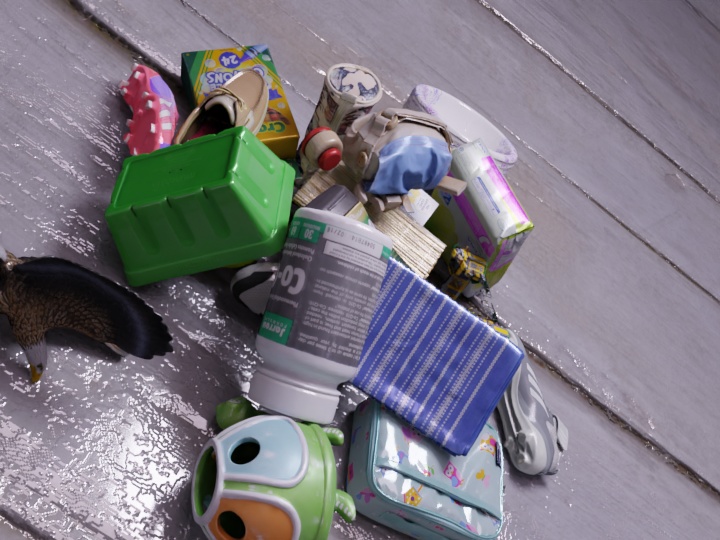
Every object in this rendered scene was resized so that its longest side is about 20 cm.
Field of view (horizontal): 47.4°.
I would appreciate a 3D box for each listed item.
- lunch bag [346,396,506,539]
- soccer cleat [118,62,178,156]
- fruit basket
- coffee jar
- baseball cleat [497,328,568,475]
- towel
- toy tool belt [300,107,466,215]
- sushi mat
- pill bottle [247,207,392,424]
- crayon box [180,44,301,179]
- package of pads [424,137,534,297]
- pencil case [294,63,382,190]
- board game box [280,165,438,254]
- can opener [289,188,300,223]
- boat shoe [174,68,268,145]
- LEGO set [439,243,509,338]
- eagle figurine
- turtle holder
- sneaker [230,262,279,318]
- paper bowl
[{"bbox_3d":[0.082,0.235,0.961,0.197,0.077,0.163,26,44,-19],"label":"lunch bag"},{"bbox_3d":[-0.250,-0.187,1.013,0.076,0.067,0.201,28,23,-39],"label":"soccer cleat"},{"bbox_3d":[-0.163,-0.051,0.942,0.212,0.216,0.158,24,45,-21],"label":"fruit basket"},{"bbox_3d":[0.000,0.000,0.976,0.201,0.085,0.104,51,43,-6],"label":"coffee jar"},{"bbox_3d":[0.230,0.184,1.139,0.105,0.069,0.204,16,58,-37],"label":"baseball cleat"},{"bbox_3d":[0.072,0.099,0.922,0.198,0.146,0.024,34,-2,-5],"label":"towel"},{"bbox_3d":[0.035,-0.130,1.022,0.197,0.126,0.124,-12,56,-35],"label":"toy tool belt"},{"bbox_3d":[0.014,-0.060,1.062,0.199,0.012,0.096,39,59,-1],"label":"sushi mat"},{"bbox_3d":[-0.044,0.048,0.857,0.111,0.113,0.205,19,85,-25],"label":"pill bottle"},{"bbox_3d":[-0.160,-0.211,1.111,0.123,0.052,0.203,-11,64,-20],"label":"crayon box"},{"bbox_3d":[0.164,-0.067,1.175,0.067,0.201,0.157,-22,71,-16],"label":"package of pads"},{"bbox_3d":[-0.038,-0.188,1.107,0.076,0.201,0.091,19,50,-12],"label":"pencil case"},{"bbox_3d":[0.000,-0.060,1.083,0.134,0.034,0.201,39,59,-1],"label":"board game box"},{"bbox_3d":[-0.033,-0.077,1.130,0.196,0.067,0.054,13,51,-24],"label":"can opener"},{"bbox_3d":[-0.170,-0.188,1.024,0.073,0.067,0.202,24,58,2],"label":"boat shoe"},{"bbox_3d":[0.097,0.057,1.063,0.114,0.154,0.203,20,44,-24],"label":"LEGO set"},{"bbox_3d":[-0.295,0.036,0.790,0.196,0.152,0.153,-5,50,-28],"label":"eagle figurine"},{"bbox_3d":[-0.092,0.197,0.805,0.129,0.141,0.189,17,53,-26],"label":"turtle holder"},{"bbox_3d":[-0.066,0.063,0.980,0.197,0.076,0.089,25,45,-20],"label":"sneaker"},{"bbox_3d":[0.144,-0.197,1.308,0.198,0.105,0.202,27,26,-14],"label":"paper bowl"}]
